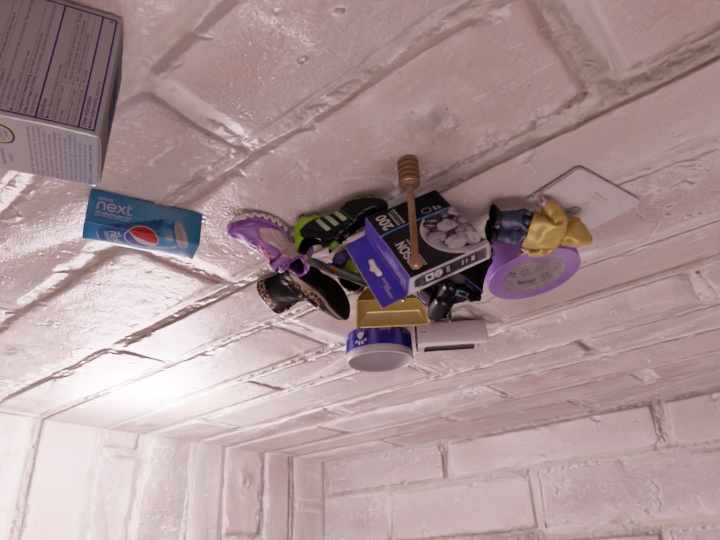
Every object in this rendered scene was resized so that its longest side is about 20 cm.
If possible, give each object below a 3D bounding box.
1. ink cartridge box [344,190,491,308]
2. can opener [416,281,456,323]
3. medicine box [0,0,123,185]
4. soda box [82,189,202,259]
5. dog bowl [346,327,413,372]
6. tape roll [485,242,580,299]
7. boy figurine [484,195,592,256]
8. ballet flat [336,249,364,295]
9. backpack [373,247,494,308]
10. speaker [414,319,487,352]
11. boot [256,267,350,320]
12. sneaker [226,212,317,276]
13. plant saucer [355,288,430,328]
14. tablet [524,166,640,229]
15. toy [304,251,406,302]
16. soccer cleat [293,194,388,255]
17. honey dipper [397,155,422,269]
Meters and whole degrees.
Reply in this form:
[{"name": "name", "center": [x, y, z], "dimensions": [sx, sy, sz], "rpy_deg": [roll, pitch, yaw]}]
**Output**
[{"name": "ink cartridge box", "center": [0.085, -0.045, 0.975], "dimensions": [0.197, 0.199, 0.044], "rpy_deg": [-25, 129, -7]}, {"name": "can opener", "center": [0.132, 0.056, 0.983], "dimensions": [0.077, 0.064, 0.200], "rpy_deg": [21, 175, 3]}, {"name": "medicine box", "center": [-0.390, -0.218, 0.665], "dimensions": [0.196, 0.186, 0.103], "rpy_deg": [9, 151, -21]}, {"name": "soda box", "center": [-0.394, -0.081, 1.055], "dimensions": [0.197, 0.069, 0.064], "rpy_deg": [11, 150, -25]}, {"name": "dog bowl", "center": [0.055, 0.231, 1.688], "dimensions": [0.196, 0.080, 0.201], "rpy_deg": [-3, 153, -1]}, {"name": "tape roll", "center": [0.359, -0.016, 1.227], "dimensions": [0.196, 0.067, 0.201], "rpy_deg": [-7, 149, -4]}, {"name": "boy figurine", "center": [0.340, -0.083, 1.089], "dimensions": [0.195, 0.065, 0.126], "rpy_deg": [3, 123, -2]}, {"name": "ballet flat", "center": [-0.025, 0.017, 1.287], "dimensions": [0.065, 0.058, 0.201], "rpy_deg": [-6, 157, 5]}, {"name": "backpack", "center": [0.132, -0.024, 1.112], "dimensions": [0.198, 0.136, 0.182], "rpy_deg": [31, 156, -13]}, {"name": "speaker", "center": [0.252, 0.181, 1.608], "dimensions": [0.195, 0.083, 0.082], "rpy_deg": [-4, 153, 1]}, {"name": "boot", "center": [-0.131, 0.061, 1.325], "dimensions": [0.149, 0.074, 0.199], "rpy_deg": [-22, 133, 35]}, {"name": "sneaker", "center": [-0.168, -0.044, 1.127], "dimensions": [0.198, 0.090, 0.080], "rpy_deg": [21, 146, -36]}, {"name": "plant saucer", "center": [0.085, 0.086, 1.435], "dimensions": [0.195, 0.049, 0.201], "rpy_deg": [-3, 156, -2]}, {"name": "tablet", "center": [0.422, -0.129, 1.098], "dimensions": [0.197, 0.014, 0.130], "rpy_deg": [17, 147, -32]}, {"name": "toy", "center": [0.000, 0.000, 1.084], "dimensions": [0.197, 0.048, 0.115], "rpy_deg": [24, -175, 2]}, {"name": "soccer cleat", "center": [-0.036, -0.080, 1.075], "dimensions": [0.197, 0.083, 0.067], "rpy_deg": [-16, 150, 24]}, {"name": "honey dipper", "center": [0.082, -0.092, 0.930], "dimensions": [0.037, 0.204, 0.038], "rpy_deg": [-1, 154, 0]}]
